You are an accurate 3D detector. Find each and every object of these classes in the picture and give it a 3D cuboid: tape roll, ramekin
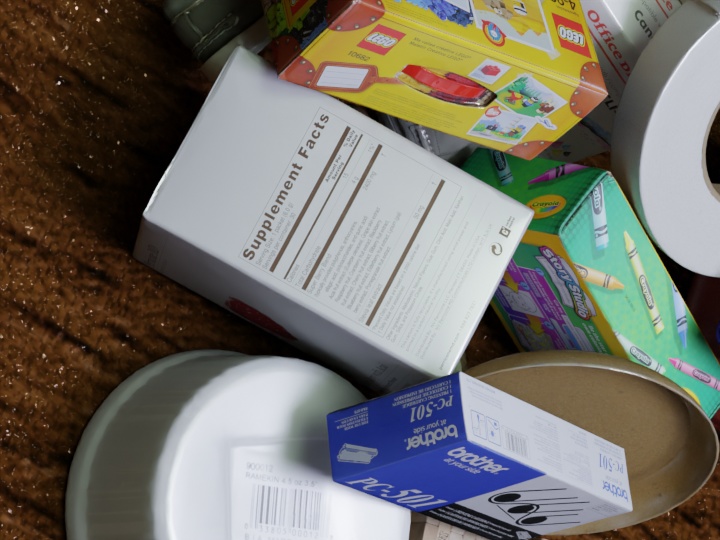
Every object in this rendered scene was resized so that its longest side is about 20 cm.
[{"bbox_3d":[0.246,-0.093,1.535,0.202,0.037,0.204,-15,123,-24],"label":"tape roll"},{"bbox_3d":[-0.066,0.144,1.468,0.199,0.097,0.202,4,82,-32],"label":"ramekin"}]

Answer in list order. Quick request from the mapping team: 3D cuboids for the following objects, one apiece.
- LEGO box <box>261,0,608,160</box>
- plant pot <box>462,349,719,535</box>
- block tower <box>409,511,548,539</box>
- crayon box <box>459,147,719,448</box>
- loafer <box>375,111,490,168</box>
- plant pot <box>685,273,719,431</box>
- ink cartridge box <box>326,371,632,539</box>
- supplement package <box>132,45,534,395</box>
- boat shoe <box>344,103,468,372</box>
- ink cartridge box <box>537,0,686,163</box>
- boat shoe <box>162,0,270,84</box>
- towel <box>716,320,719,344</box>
[{"bbox_3d":[0.036,-0.167,1.465,0.199,0.077,0.150,15,49,-38],"label":"LEGO box"},{"bbox_3d":[0.124,0.105,1.550,0.199,0.200,0.028,24,48,-28],"label":"plant pot"},{"bbox_3d":[0.097,0.198,1.595,0.199,0.054,0.058,21,74,-29],"label":"block tower"},{"bbox_3d":[0.142,0.018,1.576,0.058,0.118,0.200,-49,127,-22],"label":"crayon box"},{"bbox_3d":[0.049,-0.103,1.591,0.070,0.070,0.201,-43,108,-29],"label":"loafer"},{"bbox_3d":[0.309,0.019,1.684,0.200,0.200,0.196,32,76,-26],"label":"plant pot"},{"bbox_3d":[0.073,0.115,1.463,0.200,0.094,0.045,26,51,-52],"label":"ink cartridge box"},{"bbox_3d":[-0.020,-0.021,1.460,0.199,0.121,0.120,29,77,-2],"label":"supplement package"},{"bbox_3d":[0.000,0.000,1.556,0.076,0.072,0.201,-23,87,-21],"label":"boat shoe"},{"bbox_3d":[0.149,-0.142,1.580,0.117,0.199,0.068,52,50,-16],"label":"ink cartridge box"},{"bbox_3d":[-0.045,-0.192,1.540,0.060,0.072,0.202,48,52,-3],"label":"boat shoe"},{"bbox_3d":[0.327,0.038,1.578,0.200,0.050,0.148,39,88,-25],"label":"towel"}]
